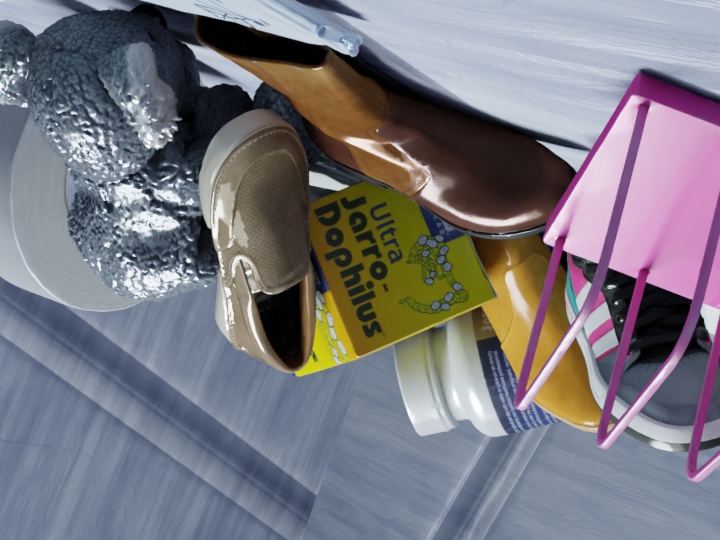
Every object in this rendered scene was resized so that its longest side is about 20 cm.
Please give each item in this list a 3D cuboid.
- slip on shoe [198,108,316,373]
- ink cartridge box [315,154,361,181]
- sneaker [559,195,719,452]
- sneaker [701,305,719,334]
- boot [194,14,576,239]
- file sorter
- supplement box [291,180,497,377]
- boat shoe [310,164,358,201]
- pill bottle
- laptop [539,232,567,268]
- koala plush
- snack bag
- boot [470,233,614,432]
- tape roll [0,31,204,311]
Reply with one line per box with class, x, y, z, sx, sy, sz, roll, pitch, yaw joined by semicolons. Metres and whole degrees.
slip on shoe;-0.058;-0.014;1.275;0.076;0.201;0.061;-25;-128;-27
ink cartridge box;0.046;-0.071;1.512;0.198;0.040;0.099;20;177;0
sneaker;0.165;0.005;1.157;0.083;0.122;0.200;-10;-149;-8
sneaker;0.185;-0.006;1.294;0.117;0.074;0.200;14;179;6
boot;0.021;-0.096;1.196;0.187;0.069;0.200;28;174;31
file sorter;0.186;0.028;0.949;0.198;0.126;0.139;20;149;-3
supplement box;0.000;0.000;1.419;0.109;0.110;0.200;-23;179;-16
boat shoe;0.000;-0.054;1.599;0.198;0.061;0.076;16;-152;-10
pill bottle;0.131;0.062;1.534;0.198;0.112;0.111;-15;169;11
laptop;0.111;-0.021;1.619;0.176;0.104;0.200;-5;160;-18
koala plush;-0.145;-0.093;1.292;0.176;0.185;0.200;18;165;29
snack bag;-0.120;-0.164;1.037;0.199;0.022;0.188;19;178;36
boot;0.112;0.009;1.382;0.201;0.070;0.145;51;171;46
tape roll;-0.194;-0.074;1.480;0.066;0.202;0.200;18;177;41
